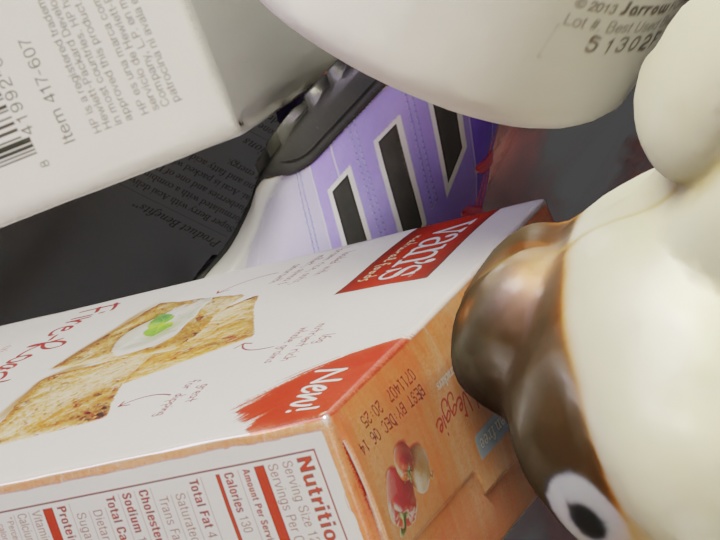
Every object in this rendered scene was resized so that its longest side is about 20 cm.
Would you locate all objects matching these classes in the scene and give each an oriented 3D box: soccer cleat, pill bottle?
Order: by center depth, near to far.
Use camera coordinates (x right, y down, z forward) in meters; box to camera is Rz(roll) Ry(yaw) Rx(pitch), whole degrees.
[{"bbox_3d":[0.053,-0.139,0.606,0.200,0.114,0.115,-59,31,28],"label":"pill bottle"},{"bbox_3d":[0.000,0.000,0.754,0.200,0.073,0.068,-54,-3,26],"label":"soccer cleat"}]

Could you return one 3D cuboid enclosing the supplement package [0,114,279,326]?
[{"bbox_3d":[-0.110,-0.048,0.908,0.200,0.121,0.120,-45,37,25],"label":"supplement package"}]

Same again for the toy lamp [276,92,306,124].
[{"bbox_3d":[0.055,-0.073,0.758,0.200,0.058,0.058,-21,51,45],"label":"toy lamp"}]

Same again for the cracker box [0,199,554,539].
[{"bbox_3d":[-0.057,0.048,0.682,0.199,0.058,0.134,-12,15,27],"label":"cracker box"}]

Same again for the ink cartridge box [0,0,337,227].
[{"bbox_3d":[-0.127,-0.078,0.768,0.199,0.147,0.084,-19,9,25],"label":"ink cartridge box"}]

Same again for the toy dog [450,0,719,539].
[{"bbox_3d":[0.102,-0.025,0.590,0.200,0.139,0.194,-56,24,11],"label":"toy dog"}]
